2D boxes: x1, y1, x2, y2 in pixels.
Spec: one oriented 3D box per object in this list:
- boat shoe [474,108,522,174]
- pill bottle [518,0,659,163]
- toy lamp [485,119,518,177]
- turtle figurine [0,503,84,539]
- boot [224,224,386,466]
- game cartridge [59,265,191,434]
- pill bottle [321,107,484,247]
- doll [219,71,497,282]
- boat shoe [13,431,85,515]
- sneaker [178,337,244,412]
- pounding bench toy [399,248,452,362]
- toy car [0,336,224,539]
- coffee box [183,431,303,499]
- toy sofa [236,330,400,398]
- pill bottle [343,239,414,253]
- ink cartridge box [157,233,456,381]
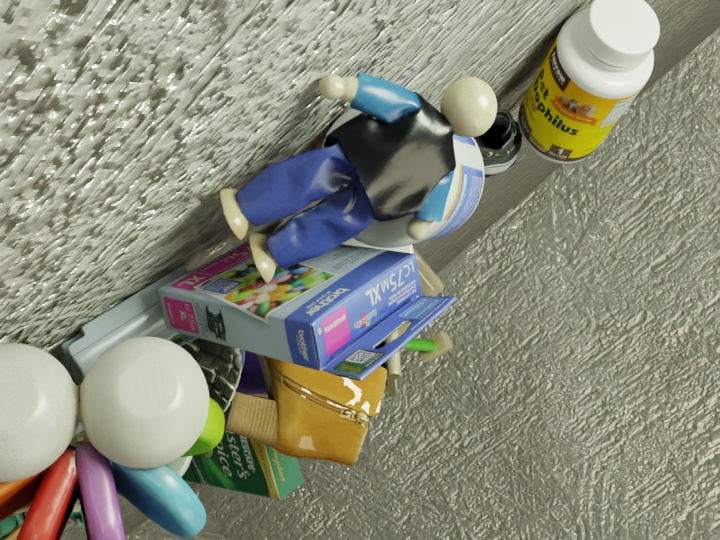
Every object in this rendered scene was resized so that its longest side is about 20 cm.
[{"bbox_3d":[0.149,-0.158,0.975,0.198,0.071,0.066,-19,162,-50],"label":"boat shoe"},{"bbox_3d":[0.254,-0.213,0.932,0.108,0.110,0.201,-36,166,-20],"label":"pill bottle"},{"bbox_3d":[0.221,-0.197,1.122,0.058,0.059,0.200,-32,169,-40],"label":"toy lamp"},{"bbox_3d":[-0.379,0.299,0.933,0.198,0.101,0.151,1,128,-55],"label":"turtle figurine"},{"bbox_3d":[-0.040,0.072,0.783,0.071,0.141,0.206,180,-77,-74],"label":"boot"},{"bbox_3d":[-0.196,0.071,0.718,0.133,0.041,0.200,-40,174,-31],"label":"game cartridge"},{"bbox_3d":[0.045,-0.081,0.702,0.112,0.113,0.200,-40,173,15],"label":"pill bottle"},{"bbox_3d":[0.003,-0.072,0.566,0.197,0.138,0.049,-27,-149,5],"label":"doll"},{"bbox_3d":[-0.293,0.189,0.775,0.072,0.064,0.200,-23,170,-1],"label":"boat shoe"},{"bbox_3d":[-0.164,0.112,0.766,0.200,0.078,0.090,-46,-171,34],"label":"sneaker"},{"bbox_3d":[0.046,0.064,1.157,0.124,0.201,0.156,-40,-177,22],"label":"pounding bench toy"},{"bbox_3d":[-0.186,0.139,0.555,0.195,0.153,0.175,-1,156,-19],"label":"toy car"},{"bbox_3d":[-0.160,0.189,0.964,0.197,0.126,0.044,-1,-163,41],"label":"coffee box"},{"bbox_3d":[-0.058,0.079,0.847,0.195,0.085,0.098,-3,150,3],"label":"toy sofa"},{"bbox_3d":[0.000,0.000,0.941,0.119,0.120,0.200,-37,172,-13],"label":"pill bottle"},{"bbox_3d":[-0.042,0.018,0.605,0.197,0.043,0.119,11,-149,39],"label":"ink cartridge box"}]
